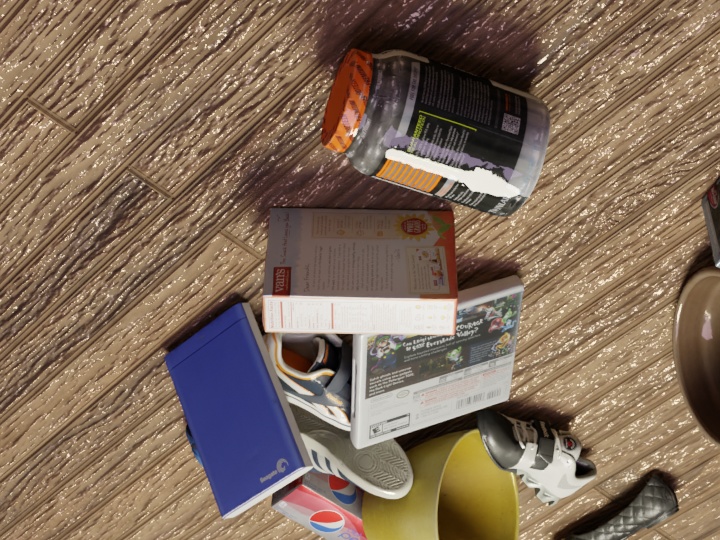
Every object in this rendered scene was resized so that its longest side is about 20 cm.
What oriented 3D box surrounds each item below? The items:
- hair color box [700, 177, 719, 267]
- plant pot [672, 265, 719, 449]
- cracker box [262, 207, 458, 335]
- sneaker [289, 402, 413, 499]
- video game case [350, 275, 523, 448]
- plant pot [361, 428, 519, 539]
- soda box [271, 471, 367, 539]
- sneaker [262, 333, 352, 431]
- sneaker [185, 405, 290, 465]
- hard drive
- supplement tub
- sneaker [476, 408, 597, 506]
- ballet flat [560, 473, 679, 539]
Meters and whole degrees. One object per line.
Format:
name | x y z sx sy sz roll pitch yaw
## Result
hair color box | 0.455 -0.026 1.440 0.198 0.100 0.061 20 131 -16
plant pot | 0.459 0.085 1.500 0.172 0.201 0.202 -7 135 -16
cracker box | 0.000 0.000 1.451 0.197 0.135 0.058 2 134 0
sneaker | -0.023 0.219 1.663 0.199 0.075 0.085 30 146 22
video game case | 0.083 0.103 1.556 0.198 0.023 0.183 -16 135 -18
plant pot | 0.086 0.294 1.703 0.141 0.201 0.201 -5 137 35
soda box | -0.018 0.304 1.774 0.199 0.070 0.063 34 124 -27
sneaker | -0.029 0.124 1.604 0.198 0.079 0.080 20 135 -16
sneaker | -0.152 0.180 1.640 0.079 0.066 0.200 51 143 -2
hard drive | -0.140 0.157 1.567 0.131 0.202 0.025 -34 158 29
supplement tub | 0.070 -0.135 1.333 0.198 0.123 0.123 17 131 -14
sneaker | 0.215 0.210 1.686 0.088 0.075 0.200 -28 136 25
ballet flat | 0.325 0.325 1.811 0.199 0.057 0.066 -35 166 30
